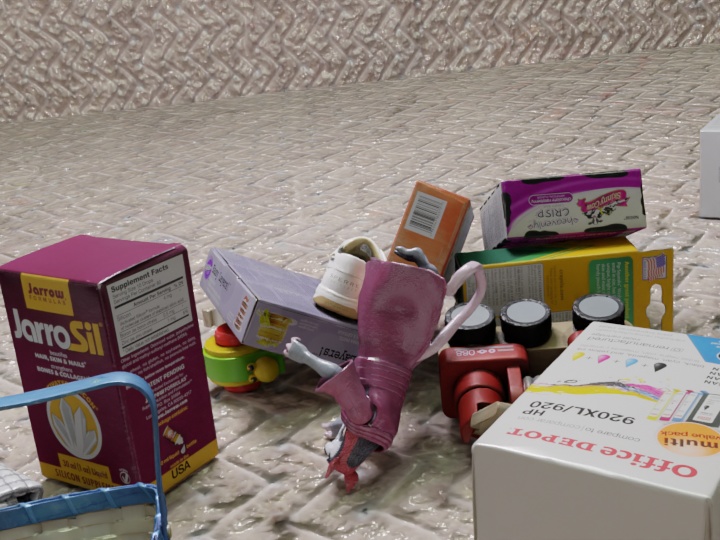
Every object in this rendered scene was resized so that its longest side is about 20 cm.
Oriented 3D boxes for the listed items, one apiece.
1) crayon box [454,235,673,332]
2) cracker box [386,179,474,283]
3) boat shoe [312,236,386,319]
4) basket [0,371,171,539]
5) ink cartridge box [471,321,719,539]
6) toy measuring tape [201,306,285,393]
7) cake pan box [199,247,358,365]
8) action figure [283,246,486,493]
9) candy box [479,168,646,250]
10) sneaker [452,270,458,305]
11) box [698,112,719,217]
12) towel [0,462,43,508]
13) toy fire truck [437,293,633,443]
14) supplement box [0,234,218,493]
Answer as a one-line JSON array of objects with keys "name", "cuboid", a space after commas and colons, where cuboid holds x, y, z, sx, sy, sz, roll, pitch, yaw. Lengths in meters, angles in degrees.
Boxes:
[{"name": "crayon box", "cuboid": [0.195, 0.039, 0.995, 0.199, 0.126, 0.052, -5, 18, 0]}, {"name": "cracker box", "cuboid": [0.065, -0.010, 1.048, 0.057, 0.135, 0.200, 21, 1, 8]}, {"name": "boat shoe", "cuboid": [0.000, 0.000, 1.067, 0.071, 0.070, 0.200, 21, 8, 1]}, {"name": "basket", "cuboid": [-0.201, 0.168, 0.625, 0.175, 0.201, 0.139, -7, 19, -6]}, {"name": "ink cartridge box", "cuboid": [0.181, 0.143, 0.668, 0.147, 0.145, 0.200, 8, 24, 33]}, {"name": "toy measuring tape", "cuboid": [-0.144, 0.079, 1.077, 0.073, 0.074, 0.200, -16, 21, -28]}, {"name": "cake pan box", "cuboid": [-0.058, 0.043, 1.062, 0.184, 0.053, 0.200, 19, 8, -27]}, {"name": "action figure", "cuboid": [0.022, 0.090, 0.870, 0.148, 0.201, 0.134, 6, -21, 22]}, {"name": "candy box", "cuboid": [0.200, -0.055, 1.063, 0.136, 0.061, 0.200, -5, -3, 1]}, {"name": "sneaker", "cuboid": [0.133, 0.032, 1.134, 0.082, 0.078, 0.200, -3, 9, 21]}, {"name": "box", "cuboid": [0.550, -0.159, 1.461, 0.097, 0.125, 0.200, 5, 21, 31]}, {"name": "towel", "cuboid": [-0.353, 0.203, 0.761, 0.165, 0.086, 0.200, 14, 26, 42]}, {"name": "toy fire truck", "cuboid": [0.153, 0.101, 0.865, 0.175, 0.129, 0.200, -4, 31, 5]}, {"name": "supplement box", "cuboid": [-0.212, 0.081, 0.886, 0.130, 0.201, 0.103, 6, 22, 34]}]
